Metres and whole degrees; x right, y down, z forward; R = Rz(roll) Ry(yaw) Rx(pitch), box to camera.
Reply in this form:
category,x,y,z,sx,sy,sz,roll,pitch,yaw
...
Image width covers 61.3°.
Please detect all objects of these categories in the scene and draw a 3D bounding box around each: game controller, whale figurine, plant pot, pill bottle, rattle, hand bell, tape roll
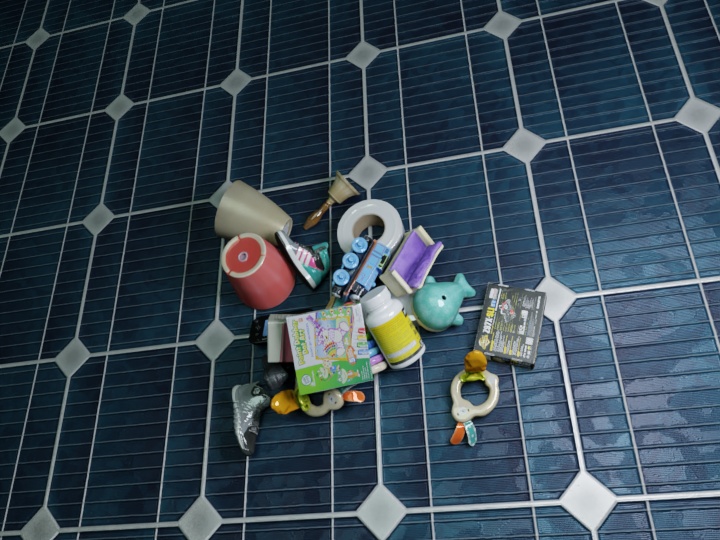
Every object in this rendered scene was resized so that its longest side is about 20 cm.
category,x,y,z,sx,sy,sz,roll,pitch,yaw
game controller,-0.225,0.164,1.754,0.196,0.043,0.105,-10,33,11
whale figurine,0.230,0.074,1.627,0.198,0.104,0.160,-29,77,-26
plant pot,-0.318,-0.154,1.880,0.197,0.188,0.190,22,72,9
pill bottle,0.079,0.147,1.595,0.110,0.111,0.202,-31,102,-1
rattle,0.273,0.322,1.501,0.129,0.143,0.202,29,68,6
hand bell,-0.107,-0.204,1.896,0.200,0.104,0.104,-45,61,4
rattle,-0.108,0.323,1.577,0.197,0.142,0.133,5,77,30
tape roll,0.033,-0.107,1.808,0.199,0.071,0.206,-6,63,12
plant pot,-0.311,-0.007,1.794,0.197,0.178,0.204,-6,64,13

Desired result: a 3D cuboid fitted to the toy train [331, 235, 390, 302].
category,x,y,z,sx,sy,sz,roll,pitch,yaw
toy train,0.000,0.000,1.674,0.113,0.087,0.202,28,71,6

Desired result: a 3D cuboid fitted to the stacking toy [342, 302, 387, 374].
category,x,y,z,sx,sy,sz,roll,pitch,yaw
stacking toy,0.001,0.181,1.634,0.084,0.085,0.203,-21,83,4

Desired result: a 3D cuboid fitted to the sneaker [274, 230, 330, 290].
category,x,y,z,sx,sy,sz,roll,pitch,yaw
sneaker,-0.156,-0.058,1.798,0.120,0.083,0.201,-38,102,-17

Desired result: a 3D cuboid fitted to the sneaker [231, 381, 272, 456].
category,x,y,z,sx,sy,sz,roll,pitch,yaw
sneaker,-0.284,0.393,1.656,0.114,0.075,0.203,-18,61,3

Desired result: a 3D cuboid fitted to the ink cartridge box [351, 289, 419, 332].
category,x,y,z,sx,sy,sz,roll,pitch,yaw
ink cartridge box,0.079,0.117,1.700,0.197,0.050,0.111,-16,63,9

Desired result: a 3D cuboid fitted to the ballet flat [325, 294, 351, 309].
category,x,y,z,sx,sy,sz,roll,pitch,yaw
ballet flat,-0.085,0.142,1.727,0.202,0.068,0.063,-59,19,0

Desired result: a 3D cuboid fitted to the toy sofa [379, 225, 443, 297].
category,x,y,z,sx,sy,sz,roll,pitch,yaw
toy sofa,0.143,-0.030,1.677,0.097,0.083,0.201,-23,27,47

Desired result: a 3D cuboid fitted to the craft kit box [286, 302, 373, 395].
category,x,y,z,sx,sy,sz,roll,pitch,yaw
craft kit box,-0.078,0.197,1.546,0.194,0.049,0.204,-11,93,-3

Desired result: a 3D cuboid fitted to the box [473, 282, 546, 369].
category,x,y,z,sx,sy,sz,roll,pitch,yaw
box,0.395,0.143,1.600,0.157,0.049,0.203,8,68,22

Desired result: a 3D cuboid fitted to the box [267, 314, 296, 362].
category,x,y,z,sx,sy,sz,roll,pitch,yaw
box,-0.149,0.179,1.623,0.196,0.128,0.111,0,94,-6

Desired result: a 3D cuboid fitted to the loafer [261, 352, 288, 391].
category,x,y,z,sx,sy,sz,roll,pitch,yaw
loafer,-0.227,0.266,1.654,0.070,0.201,0.069,-26,105,-4
